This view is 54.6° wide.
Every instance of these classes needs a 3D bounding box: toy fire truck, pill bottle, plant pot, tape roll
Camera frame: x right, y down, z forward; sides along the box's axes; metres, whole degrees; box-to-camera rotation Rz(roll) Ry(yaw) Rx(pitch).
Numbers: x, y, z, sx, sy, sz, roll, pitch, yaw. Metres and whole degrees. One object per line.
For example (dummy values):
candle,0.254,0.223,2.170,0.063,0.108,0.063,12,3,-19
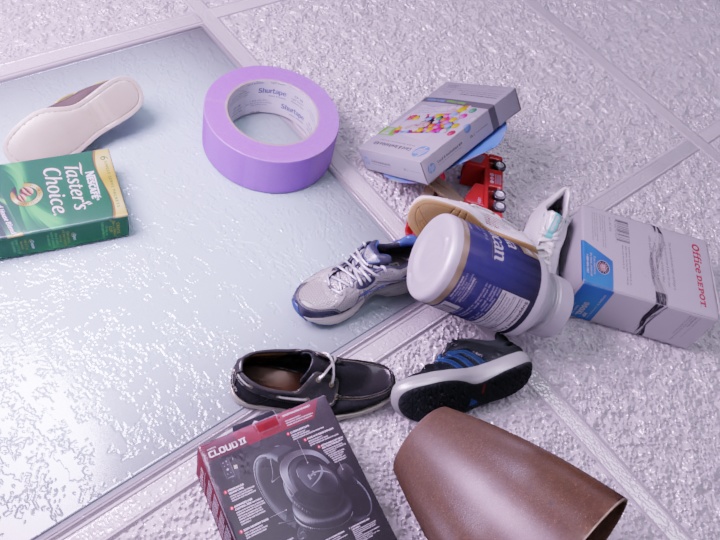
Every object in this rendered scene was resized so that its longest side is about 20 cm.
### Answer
toy fire truck,0.143,-0.105,1.037,0.138,0.049,0.202,12,50,-2
pill bottle,0.166,0.015,0.874,0.197,0.111,0.112,22,49,-22
plant pot,0.132,0.241,0.716,0.186,0.189,0.199,-30,52,-31
tape roll,-0.132,-0.211,1.029,0.196,0.066,0.203,8,52,-10

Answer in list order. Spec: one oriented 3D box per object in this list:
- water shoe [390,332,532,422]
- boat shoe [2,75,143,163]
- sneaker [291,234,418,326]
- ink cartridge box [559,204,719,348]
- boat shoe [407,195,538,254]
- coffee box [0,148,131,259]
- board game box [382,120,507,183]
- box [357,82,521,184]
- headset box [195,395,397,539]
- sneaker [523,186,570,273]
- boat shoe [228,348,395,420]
water shoe,0.115,0.129,0.858,0.197,0.073,0.079,-7,35,-25
boat shoe,-0.393,-0.204,0.955,0.199,0.073,0.059,-38,29,-21
sneaker,0.000,0.000,0.897,0.198,0.086,0.077,-23,63,-28
ink cartridge box,0.393,0.009,0.999,0.197,0.085,0.146,16,52,-2
boat shoe,0.145,-0.056,0.939,0.198,0.071,0.070,22,32,-22
coffee box,-0.400,-0.084,0.874,0.197,0.044,0.124,-12,58,-23
board game box,0.129,-0.173,1.050,0.197,0.039,0.159,-25,32,2
box,0.114,-0.209,1.034,0.199,0.042,0.155,-40,34,-19
headset box,-0.071,0.235,0.710,0.147,0.078,0.201,-18,60,-26
sneaker,0.261,-0.042,0.998,0.074,0.089,0.202,24,52,1
boat shoe,-0.050,0.126,0.804,0.196,0.068,0.073,5,51,-14
